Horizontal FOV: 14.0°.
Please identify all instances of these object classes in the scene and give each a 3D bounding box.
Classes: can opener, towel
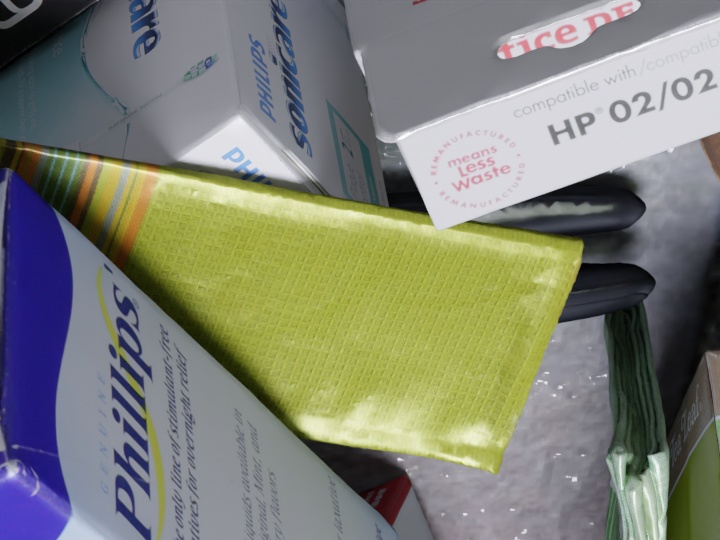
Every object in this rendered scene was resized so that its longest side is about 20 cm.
[{"bbox_3d":[0.000,0.000,0.986,0.200,0.079,0.064,-12,90,-2],"label":"can opener"},{"bbox_3d":[-0.042,0.011,0.820,0.200,0.018,0.086,9,127,-16],"label":"towel"},{"bbox_3d":[0.086,0.125,0.992,0.023,0.153,0.200,1,110,2],"label":"towel"}]

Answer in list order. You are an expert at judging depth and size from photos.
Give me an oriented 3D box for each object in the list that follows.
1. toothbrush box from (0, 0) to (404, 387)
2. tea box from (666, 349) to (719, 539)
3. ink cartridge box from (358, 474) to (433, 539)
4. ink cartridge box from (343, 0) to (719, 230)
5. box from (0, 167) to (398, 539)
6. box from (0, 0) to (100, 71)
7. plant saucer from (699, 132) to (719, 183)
[{"bbox_3d":[-0.096,-0.013,0.898,0.200,0.147,0.085,-34,125,16],"label":"toothbrush box"},{"bbox_3d":[0.173,0.147,0.987,0.133,0.197,0.200,-4,157,-5],"label":"tea box"},{"bbox_3d":[-0.067,0.157,1.025,0.200,0.144,0.084,-21,95,10],"label":"ink cartridge box"},{"bbox_3d":[0.056,-0.086,0.825,0.115,0.200,0.068,-20,126,8],"label":"ink cartridge box"},{"bbox_3d":[-0.110,0.097,0.809,0.184,0.105,0.200,-26,134,20],"label":"box"},{"bbox_3d":[-0.172,-0.132,0.850,0.158,0.050,0.200,-32,122,17],"label":"box"},{"bbox_3d":[0.200,-0.075,0.906,0.200,0.037,0.201,0,102,-1],"label":"plant saucer"}]
